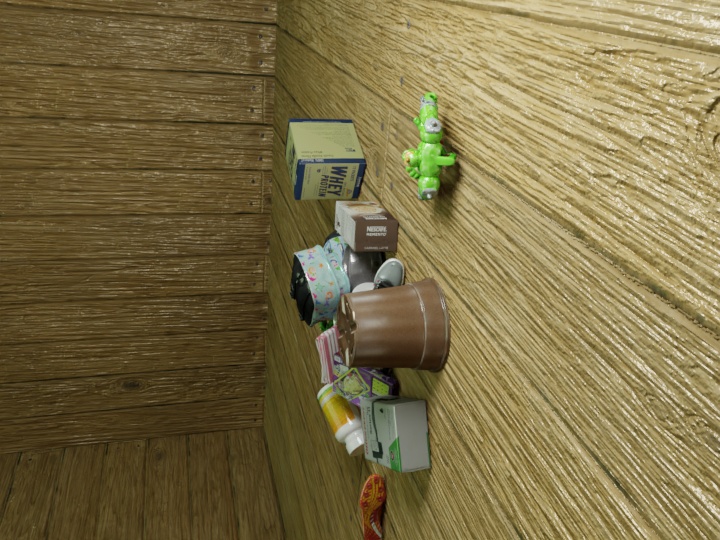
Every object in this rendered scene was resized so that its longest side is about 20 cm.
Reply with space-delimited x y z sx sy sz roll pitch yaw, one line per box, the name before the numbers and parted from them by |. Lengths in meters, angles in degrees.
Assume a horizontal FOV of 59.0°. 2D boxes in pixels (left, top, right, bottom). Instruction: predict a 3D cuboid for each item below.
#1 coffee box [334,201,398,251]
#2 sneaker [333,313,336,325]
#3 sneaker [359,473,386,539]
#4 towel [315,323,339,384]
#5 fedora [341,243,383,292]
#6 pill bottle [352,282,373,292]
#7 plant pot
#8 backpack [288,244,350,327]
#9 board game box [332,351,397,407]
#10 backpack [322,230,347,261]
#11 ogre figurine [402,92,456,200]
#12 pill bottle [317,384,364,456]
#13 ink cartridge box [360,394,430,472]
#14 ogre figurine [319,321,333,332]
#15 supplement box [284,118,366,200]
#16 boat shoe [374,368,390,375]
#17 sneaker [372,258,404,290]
coffee box | 0.012 -0.115 1.621 0.200 0.112 0.081 -131 42 -64
sneaker | -0.039 0.190 1.831 0.098 0.075 0.203 -11 57 30
sneaker | 0.027 0.642 1.739 0.077 0.072 0.204 -111 26 -73
towel | -0.050 0.203 1.745 0.030 0.199 0.149 10 118 33
fedora | 0.000 0.000 1.714 0.177 0.089 0.204 -164 73 -73
pill bottle | 0.013 0.137 1.652 0.202 0.110 0.113 105 157 -46
plant pot | 0.060 0.119 1.332 0.200 0.195 0.204 178 90 -73
backpack | -0.111 0.033 1.680 0.201 0.148 0.179 94 154 -62
board game box | 0.009 0.300 1.644 0.198 0.032 0.122 23 117 35
backpack | -0.058 0.004 1.862 0.164 0.151 0.202 103 146 -58
ogre figurine | 0.131 -0.225 1.213 0.120 0.097 0.203 -85 15 -68
pill bottle | -0.037 0.423 1.826 0.201 0.109 0.112 60 151 30
ink cartridge box | 0.076 0.371 1.467 0.199 0.082 0.149 161 104 -67
ogre figurine | -0.077 0.171 1.989 0.121 0.096 0.203 109 157 -56
supplement box | -0.107 -0.325 1.855 0.135 0.196 0.202 105 156 -48
boat shoe | 0.050 0.218 1.619 0.201 0.061 0.072 111 150 -57
sneaker | 0.043 0.073 1.475 0.121 0.083 0.203 -73 6 -77
